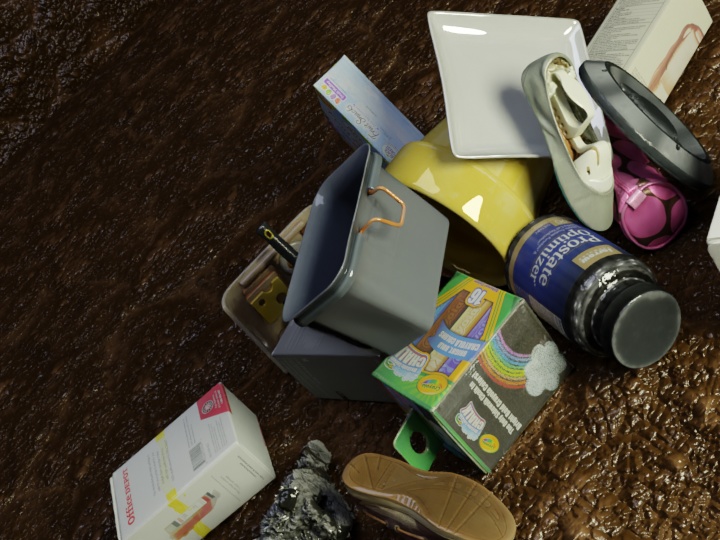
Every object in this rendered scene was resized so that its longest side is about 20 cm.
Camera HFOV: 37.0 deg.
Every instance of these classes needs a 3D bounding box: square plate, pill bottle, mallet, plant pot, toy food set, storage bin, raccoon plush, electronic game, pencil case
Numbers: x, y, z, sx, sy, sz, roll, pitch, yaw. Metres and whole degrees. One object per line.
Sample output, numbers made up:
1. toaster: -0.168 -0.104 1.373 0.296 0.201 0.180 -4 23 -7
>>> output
1. square plate: 0.180 -0.209 1.244 0.029 0.195 0.202 119 148 -60
2. pill bottle: 0.247 0.023 1.151 0.112 0.112 0.200 -43 32 -2
3. mallet: -0.067 0.017 1.433 0.066 0.199 0.041 -56 13 -5
4. plant pot: 0.146 -0.115 1.304 0.200 0.201 0.190 13 64 53
5. toy food set: -0.077 0.025 1.472 0.200 0.144 0.060 -46 29 -6
6. storage bin: 0.021 -0.017 1.164 0.145 0.133 0.202 -39 31 45
7. raccoon plush: -0.077 0.298 1.246 0.134 0.097 0.200 -50 0 13
8. electronic game: 0.322 -0.165 1.212 0.042 0.199 0.201 -47 28 25
9. pencil case: 0.305 -0.110 1.262 0.090 0.094 0.201 -36 33 10

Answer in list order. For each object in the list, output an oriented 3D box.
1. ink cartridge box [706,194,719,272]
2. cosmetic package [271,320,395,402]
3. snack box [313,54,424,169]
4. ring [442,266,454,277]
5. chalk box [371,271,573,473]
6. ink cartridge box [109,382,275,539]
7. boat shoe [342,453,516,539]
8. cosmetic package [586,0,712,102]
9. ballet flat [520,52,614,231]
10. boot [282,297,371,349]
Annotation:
1. ink cartridge box: 0.415 -0.061 1.032 0.085 0.147 0.201 -6 47 41
2. cosmetic package: -0.001 0.102 1.337 0.199 0.107 0.091 -2 50 49
3. snack box: 0.018 -0.201 1.534 0.068 0.169 0.200 -43 -7 -3
4. ring: 0.141 -0.087 1.406 0.198 0.019 0.203 -6 75 23
5. chalk box: 0.108 0.126 1.171 0.200 0.125 0.124 -48 32 -10
6. ink cartridge box: -0.221 0.267 1.404 0.199 0.084 0.145 -40 31 5
7. boat shoe: 0.071 0.255 1.117 0.198 0.073 0.072 13 41 29
8. cosmetic package: 0.362 -0.281 1.406 0.103 0.087 0.201 10 60 53
9. ballet flat: 0.236 -0.141 1.167 0.067 0.202 0.064 -22 -3 -35
10. boot: 0.001 0.001 1.290 0.163 0.073 0.198 -52 29 -14
